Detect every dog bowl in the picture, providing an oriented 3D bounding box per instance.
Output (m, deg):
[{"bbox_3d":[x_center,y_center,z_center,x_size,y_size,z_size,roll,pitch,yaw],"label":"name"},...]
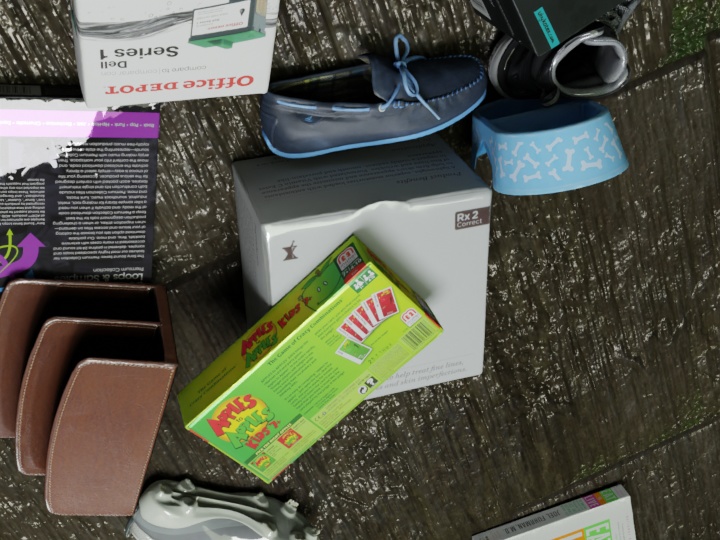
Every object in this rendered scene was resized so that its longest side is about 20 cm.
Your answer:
[{"bbox_3d":[0.154,-0.114,0.878,0.111,0.200,0.050,-13,108,-1],"label":"dog bowl"}]

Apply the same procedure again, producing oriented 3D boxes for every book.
[{"bbox_3d":[0.244,0.353,1.285,0.200,0.048,0.134,-18,120,-8],"label":"book"}]

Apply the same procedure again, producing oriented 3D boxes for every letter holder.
[{"bbox_3d":[-0.252,0.113,0.891,0.142,0.101,0.200,5,129,-23],"label":"letter holder"}]

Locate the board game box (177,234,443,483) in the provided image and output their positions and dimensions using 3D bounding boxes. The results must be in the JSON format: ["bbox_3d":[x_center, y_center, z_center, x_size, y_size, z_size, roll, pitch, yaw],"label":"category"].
[{"bbox_3d":[-0.042,0.076,0.845,0.200,0.048,0.102,-42,124,8],"label":"board game box"}]

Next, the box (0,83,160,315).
[{"bbox_3d":[-0.245,-0.055,0.856,0.143,0.036,0.200,-1,119,-19],"label":"box"}]

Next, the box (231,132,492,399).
[{"bbox_3d":[0.000,0.000,0.923,0.199,0.131,0.200,-10,122,-14],"label":"box"}]

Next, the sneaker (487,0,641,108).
[{"bbox_3d":[0.208,-0.212,0.876,0.200,0.114,0.075,-43,121,2],"label":"sneaker"}]

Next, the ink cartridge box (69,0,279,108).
[{"bbox_3d":[-0.132,-0.213,0.724,0.146,0.084,0.200,-8,149,-15],"label":"ink cartridge box"}]

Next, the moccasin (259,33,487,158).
[{"bbox_3d":[0.014,-0.148,0.867,0.200,0.080,0.068,-19,136,-10],"label":"moccasin"}]

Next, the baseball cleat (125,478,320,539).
[{"bbox_3d":[-0.147,0.277,1.083,0.200,0.070,0.106,23,116,-20],"label":"baseball cleat"}]

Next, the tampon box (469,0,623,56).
[{"bbox_3d":[0.169,-0.298,0.808,0.200,0.126,0.150,-34,126,0],"label":"tampon box"}]
